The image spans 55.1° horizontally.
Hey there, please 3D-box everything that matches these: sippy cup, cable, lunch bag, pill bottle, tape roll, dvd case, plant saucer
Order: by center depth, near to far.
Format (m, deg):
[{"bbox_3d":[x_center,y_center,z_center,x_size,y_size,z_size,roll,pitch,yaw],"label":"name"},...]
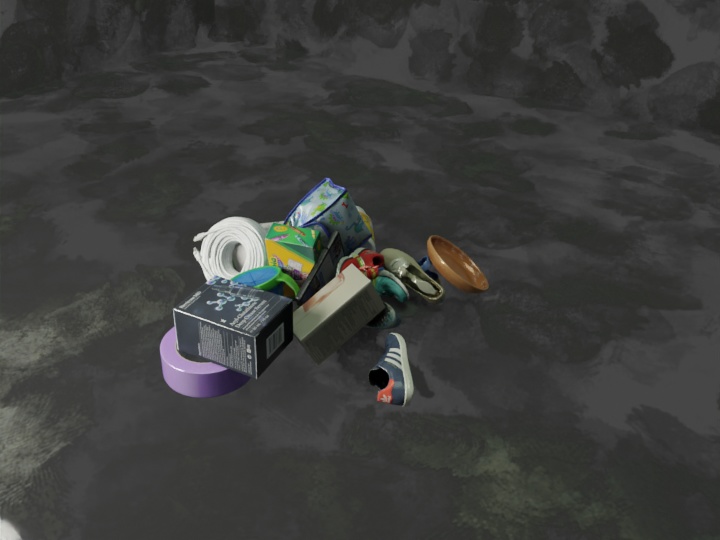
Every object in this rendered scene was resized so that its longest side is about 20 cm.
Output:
[{"bbox_3d":[-0.322,0.179,1.469,0.196,0.067,0.201,3,31,-2],"label":"tape roll"},{"bbox_3d":[-0.226,0.075,1.566,0.139,0.132,0.176,-29,24,-34],"label":"sippy cup"},{"bbox_3d":[-0.087,0.026,1.597,0.017,0.144,0.202,16,59,21],"label":"dvd case"},{"bbox_3d":[-0.303,-0.030,1.697,0.198,0.203,0.069,-28,-11,24],"label":"cable"},{"bbox_3d":[-0.093,-0.094,1.708,0.200,0.171,0.127,-41,40,-11],"label":"lunch bag"},{"bbox_3d":[0.245,-0.010,1.779,0.199,0.038,0.201,34,23,-17],"label":"plant saucer"},{"bbox_3d":[-0.018,-0.098,1.905,0.111,0.114,0.201,1,31,-3],"label":"pill bottle"}]

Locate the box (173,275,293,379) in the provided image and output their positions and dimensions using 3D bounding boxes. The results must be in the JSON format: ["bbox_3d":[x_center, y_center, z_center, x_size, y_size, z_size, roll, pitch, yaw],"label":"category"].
[{"bbox_3d":[-0.258,0.112,1.420,0.197,0.109,0.149,15,34,20],"label":"box"}]

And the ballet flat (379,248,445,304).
[{"bbox_3d":[0.128,0.012,1.718,0.199,0.070,0.069,35,38,7],"label":"ballet flat"}]

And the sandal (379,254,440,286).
[{"bbox_3d":[0.113,-0.005,1.791,0.196,0.088,0.080,6,33,8],"label":"sandal"}]

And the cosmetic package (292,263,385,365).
[{"bbox_3d":[-0.056,0.095,1.515,0.199,0.104,0.087,-38,44,-9],"label":"cosmetic package"}]

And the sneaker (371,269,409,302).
[{"bbox_3d":[0.035,0.044,1.736,0.198,0.078,0.080,18,53,32],"label":"sneaker"}]

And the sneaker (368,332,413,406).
[{"bbox_3d":[0.055,0.202,1.454,0.083,0.076,0.201,3,31,-9],"label":"sneaker"}]

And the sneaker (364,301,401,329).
[{"bbox_3d":[0.008,0.109,1.625,0.198,0.079,0.086,10,-10,39],"label":"sneaker"}]

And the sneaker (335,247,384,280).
[{"bbox_3d":[0.000,0.000,1.655,0.084,0.078,0.200,12,32,21],"label":"sneaker"}]

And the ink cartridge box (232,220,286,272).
[{"bbox_3d":[-0.250,-0.061,1.797,0.197,0.085,0.146,-4,26,28],"label":"ink cartridge box"}]

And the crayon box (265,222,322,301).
[{"bbox_3d":[-0.149,-0.012,1.615,0.117,0.202,0.059,11,48,12],"label":"crayon box"}]
